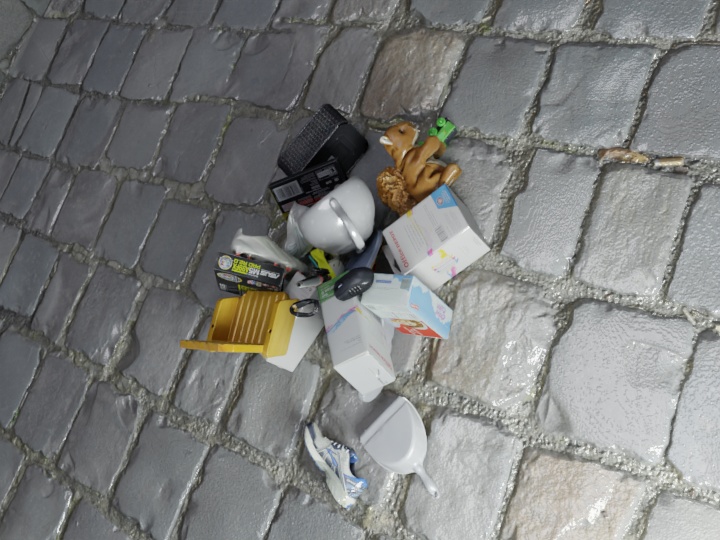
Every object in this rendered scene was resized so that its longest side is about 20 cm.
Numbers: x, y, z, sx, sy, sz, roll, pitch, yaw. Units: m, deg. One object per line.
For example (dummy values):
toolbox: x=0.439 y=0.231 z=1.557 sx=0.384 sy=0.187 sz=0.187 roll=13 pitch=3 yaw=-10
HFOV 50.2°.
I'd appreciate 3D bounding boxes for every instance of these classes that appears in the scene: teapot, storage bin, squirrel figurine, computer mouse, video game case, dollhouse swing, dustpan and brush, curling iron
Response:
teapot: x=-0.036 y=-0.103 z=1.712 sx=0.196 sy=0.199 sz=0.148 roll=-33 pitch=94 yaw=42
storage bin: x=-0.092 y=-0.289 z=1.904 sx=0.201 sy=0.135 sz=0.094 roll=-49 pitch=53 yaw=5
squirrel figurine: x=0.105 y=-0.223 z=1.713 sx=0.186 sy=0.141 sz=0.201 roll=43 pitch=108 yaw=5
computer mouse: x=-0.061 y=0.043 z=1.547 sx=0.196 sy=0.034 sz=0.060 roll=-26 pitch=52 yaw=15
video game case: x=-0.100 y=-0.156 z=1.841 sx=0.196 sy=0.184 sz=0.026 roll=-17 pitch=24 yaw=25
dollhouse swing: x=-0.277 y=0.109 z=1.703 sx=0.196 sy=0.175 sz=0.187 roll=1 pitch=70 yaw=37
dustpan and brush: x=0.098 y=0.378 z=1.562 sx=0.140 sy=0.057 sz=0.201 roll=-46 pitch=46 yaw=10
curling iron: x=-0.100 y=0.020 z=1.584 sx=0.048 sy=0.200 sz=0.026 roll=13 pitch=101 yaw=9

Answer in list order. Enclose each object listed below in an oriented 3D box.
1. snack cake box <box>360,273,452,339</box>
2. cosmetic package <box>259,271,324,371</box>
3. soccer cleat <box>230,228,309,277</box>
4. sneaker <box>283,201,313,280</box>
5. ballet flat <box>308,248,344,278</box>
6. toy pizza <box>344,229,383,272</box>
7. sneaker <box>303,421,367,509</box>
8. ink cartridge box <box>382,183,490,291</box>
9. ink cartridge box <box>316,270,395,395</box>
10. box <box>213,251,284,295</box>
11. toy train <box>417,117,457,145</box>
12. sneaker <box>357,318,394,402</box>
snack cake box: x=0.099 y=0.075 z=1.587 sx=0.112 sy=0.199 sz=0.069 roll=3 pitch=69 yaw=32
cosmetic package: x=-0.153 y=0.122 z=1.791 sx=0.084 sy=0.107 sz=0.202 roll=37 pitch=91 yaw=38
soccer cleat: x=-0.206 y=-0.040 z=1.798 sx=0.069 sy=0.195 sz=0.080 roll=139 pitch=146 yaw=-60
sneaker: x=-0.146 y=-0.060 z=1.852 sx=0.071 sy=0.078 sz=0.205 roll=-81 pitch=4 yaw=-61
ballet flat: x=-0.073 y=-0.006 z=1.791 sx=0.066 sy=0.068 sz=0.201 roll=-29 pitch=29 yaw=-1
toy pizza: x=0.000 y=0.000 z=1.734 sx=0.202 sy=0.031 sz=0.201 roll=-55 pitch=13 yaw=19
sneaker: x=-0.049 y=0.400 z=1.637 sx=0.084 sy=0.077 sz=0.202 roll=-36 pitch=62 yaw=2
ink cartridge box: x=0.153 y=-0.058 z=1.656 sx=0.198 sy=0.125 sz=0.130 roll=-36 pitch=55 yaw=16
ink cartridge box: x=-0.009 y=0.129 z=1.581 sx=0.086 sy=0.146 sz=0.203 roll=-26 pitch=52 yaw=13
box: x=-0.260 y=0.022 z=1.811 sx=0.156 sy=0.200 sz=0.045 roll=14 pitch=73 yaw=-4
toy train: x=0.152 y=-0.269 z=1.801 sx=0.056 sy=0.042 sz=0.201 roll=41 pitch=95 yaw=26
sneaker: x=0.002 y=0.186 z=1.686 sx=0.112 sy=0.075 sz=0.205 roll=0 pitch=65 yaw=33
